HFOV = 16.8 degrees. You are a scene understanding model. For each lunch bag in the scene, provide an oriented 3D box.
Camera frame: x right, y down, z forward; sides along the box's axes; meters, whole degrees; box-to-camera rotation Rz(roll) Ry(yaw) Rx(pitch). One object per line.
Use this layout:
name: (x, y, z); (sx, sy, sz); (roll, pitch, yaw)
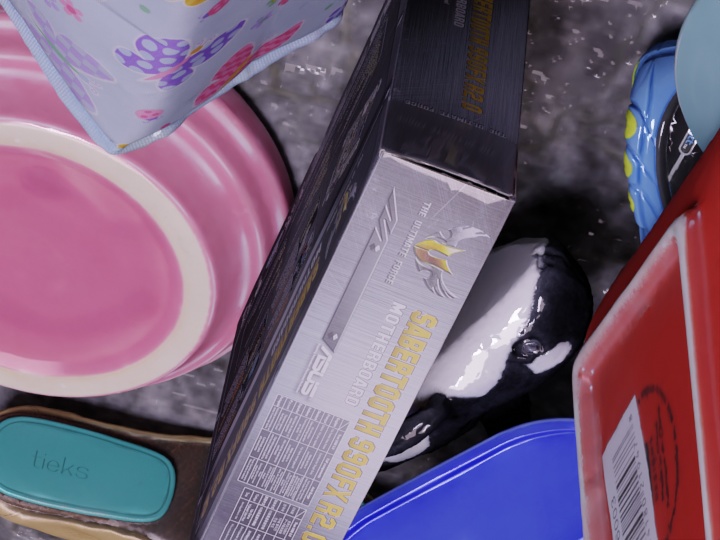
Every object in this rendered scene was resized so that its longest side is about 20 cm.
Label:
lunch bag: (-0.079, -0.162, 0.736); (0.200, 0.127, 0.170); (51, 160, 7)

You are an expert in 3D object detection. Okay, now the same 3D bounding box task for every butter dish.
butter dish: (0.161, 0.070, 0.808); (0.147, 0.201, 0.200); (3, 155, -12)

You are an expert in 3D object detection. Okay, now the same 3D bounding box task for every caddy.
caddy: (0.070, 0.142, 0.960); (0.200, 0.142, 0.105); (-29, 156, 17)

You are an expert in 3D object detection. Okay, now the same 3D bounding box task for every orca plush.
orca plush: (0.032, 0.062, 0.966); (0.071, 0.105, 0.200); (37, 116, -17)

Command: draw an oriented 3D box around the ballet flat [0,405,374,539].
ballet flat: (-0.077, 0.105, 1.089); (0.199, 0.069, 0.063); (18, 162, -1)

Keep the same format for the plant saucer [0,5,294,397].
plant saucer: (-0.127, -0.018, 0.979); (0.200, 0.051, 0.201); (7, 134, 8)

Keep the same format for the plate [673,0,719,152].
plate: (0.194, -0.036, 0.781); (0.200, 0.026, 0.200); (19, 151, 11)

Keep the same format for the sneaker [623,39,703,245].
sneaker: (0.153, 0.001, 0.916); (0.082, 0.071, 0.200); (-1, 130, 22)

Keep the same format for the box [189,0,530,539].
box: (0.000, 0.000, 0.869); (0.048, 0.159, 0.200); (20, 123, -8)
